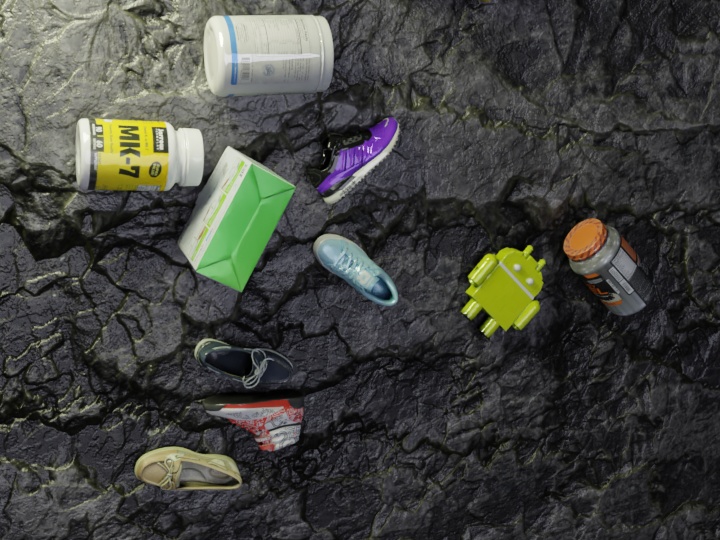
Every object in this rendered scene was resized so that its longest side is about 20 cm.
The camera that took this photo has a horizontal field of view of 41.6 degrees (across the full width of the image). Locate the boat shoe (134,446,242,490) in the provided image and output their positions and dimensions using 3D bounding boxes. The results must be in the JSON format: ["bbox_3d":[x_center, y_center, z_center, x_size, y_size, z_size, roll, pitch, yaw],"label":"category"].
[{"bbox_3d":[-0.321,0.380,1.779,0.198,0.063,0.074,13,100,-25],"label":"boat shoe"}]

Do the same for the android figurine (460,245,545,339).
[{"bbox_3d":[0.299,0.039,1.948,0.200,0.041,0.182,-46,116,-2],"label":"android figurine"}]

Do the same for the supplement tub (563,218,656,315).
[{"bbox_3d":[0.517,-0.009,1.977,0.200,0.122,0.123,43,87,-26],"label":"supplement tub"}]

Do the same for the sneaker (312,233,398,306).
[{"bbox_3d":[0.000,0.000,1.791,0.199,0.082,0.074,33,91,-26],"label":"sneaker"}]

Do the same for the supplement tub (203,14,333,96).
[{"bbox_3d":[-0.156,-0.362,1.597,0.197,0.132,0.134,-6,107,-21],"label":"supplement tub"}]

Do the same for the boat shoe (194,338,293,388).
[{"bbox_3d":[-0.210,0.175,1.766,0.198,0.062,0.076,23,94,-26],"label":"boat shoe"}]

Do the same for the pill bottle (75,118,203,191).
[{"bbox_3d":[-0.366,-0.190,1.571,0.197,0.114,0.116,-1,106,-22],"label":"pill bottle"}]

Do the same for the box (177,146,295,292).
[{"bbox_3d":[-0.219,-0.093,1.623,0.096,0.176,0.202,26,94,-25],"label":"box"}]

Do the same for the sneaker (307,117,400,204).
[{"bbox_3d":[-0.017,-0.222,1.728,0.200,0.069,0.100,-46,114,-5],"label":"sneaker"}]

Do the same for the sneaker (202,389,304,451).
[{"bbox_3d":[-0.203,0.290,1.800,0.198,0.067,0.110,-1,103,-25],"label":"sneaker"}]
